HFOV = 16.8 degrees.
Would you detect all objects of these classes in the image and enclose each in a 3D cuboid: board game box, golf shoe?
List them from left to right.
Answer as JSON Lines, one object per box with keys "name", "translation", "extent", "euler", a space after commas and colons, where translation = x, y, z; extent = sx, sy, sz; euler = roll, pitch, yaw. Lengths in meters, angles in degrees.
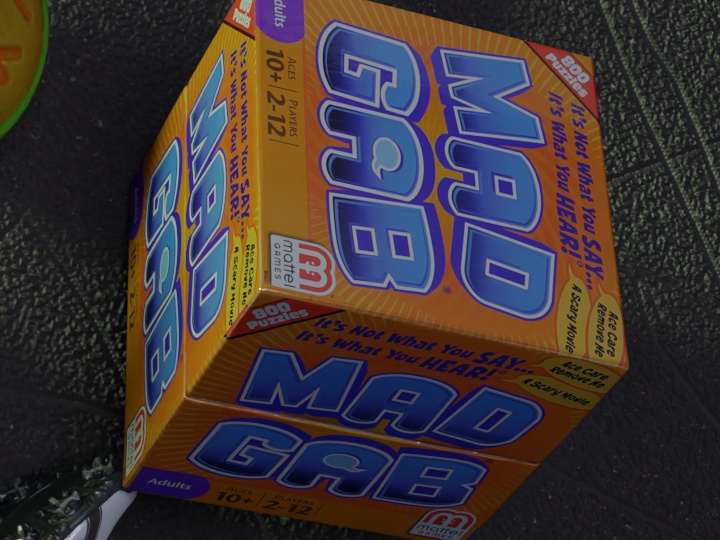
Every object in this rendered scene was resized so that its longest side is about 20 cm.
{"name": "golf shoe", "translation": [-0.178, 0.180, 1.279], "extent": [0.200, 0.078, 0.095], "euler": [-46, 119, -26]}
{"name": "board game box", "translation": [0.000, 0.000, 1.287], "extent": [0.199, 0.200, 0.201], "euler": [12, 53, -20]}

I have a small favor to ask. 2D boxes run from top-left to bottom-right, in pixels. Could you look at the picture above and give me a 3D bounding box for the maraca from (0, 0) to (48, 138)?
{"name": "maraca", "translation": [-0.231, -0.151, 1.305], "extent": [0.137, 0.107, 0.201], "euler": [15, 72, -19]}
